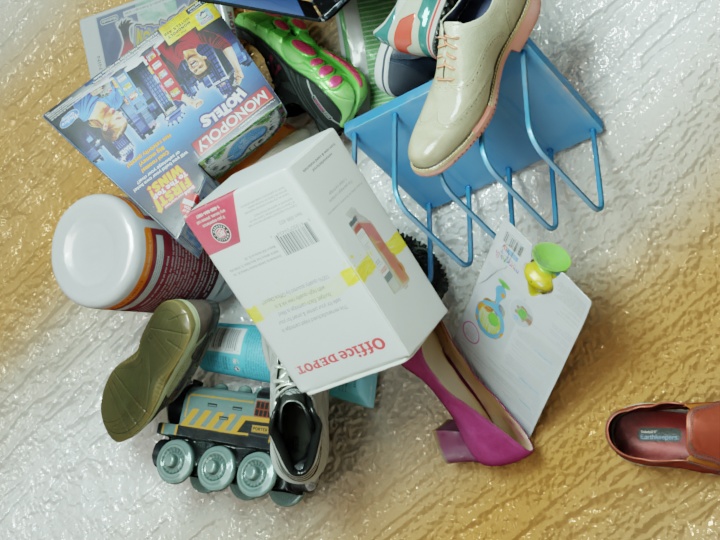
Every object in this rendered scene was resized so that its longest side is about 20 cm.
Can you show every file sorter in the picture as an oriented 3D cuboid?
[{"bbox_3d":[0.104,-0.091,1.520,0.200,0.139,0.123,-23,45,28],"label":"file sorter"}]

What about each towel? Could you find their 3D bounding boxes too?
[{"bbox_3d":[0.067,-0.234,1.647,0.200,0.023,0.153,-15,77,30],"label":"towel"}]

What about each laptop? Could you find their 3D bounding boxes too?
[{"bbox_3d":[-0.052,-0.301,1.601,0.200,0.177,0.103,-43,104,7],"label":"laptop"}]

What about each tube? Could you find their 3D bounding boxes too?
[{"bbox_3d":[-0.071,0.087,1.693,0.200,0.050,0.078,6,93,27],"label":"tube"}]

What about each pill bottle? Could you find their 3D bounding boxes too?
[{"bbox_3d":[-0.208,-0.013,1.692,0.113,0.200,0.113,-3,84,32],"label":"pill bottle"}]

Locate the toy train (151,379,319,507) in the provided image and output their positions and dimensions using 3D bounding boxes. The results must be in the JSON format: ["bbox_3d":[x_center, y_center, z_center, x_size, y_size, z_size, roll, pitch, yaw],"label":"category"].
[{"bbox_3d":[-0.122,0.173,1.699,0.200,0.085,0.114,4,76,34],"label":"toy train"}]

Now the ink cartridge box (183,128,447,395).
[{"bbox_3d":[-0.039,-0.005,1.486,0.145,0.083,0.200,-21,107,42],"label":"ink cartridge box"}]

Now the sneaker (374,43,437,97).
[{"bbox_3d":[0.091,-0.241,1.576,0.079,0.078,0.200,38,102,34],"label":"sneaker"}]

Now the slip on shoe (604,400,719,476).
[{"bbox_3d":[0.304,0.143,1.448,0.200,0.061,0.074,-2,83,30],"label":"slip on shoe"}]

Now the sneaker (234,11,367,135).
[{"bbox_3d":[-0.072,-0.201,1.693,0.200,0.077,0.084,47,128,40],"label":"sneaker"}]

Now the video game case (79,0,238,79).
[{"bbox_3d":[-0.208,-0.205,1.790,0.200,0.023,0.183,-12,89,33],"label":"video game case"}]

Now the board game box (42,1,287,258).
[{"bbox_3d":[-0.170,-0.124,1.593,0.200,0.062,0.200,-35,66,4],"label":"board game box"}]

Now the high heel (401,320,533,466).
[{"bbox_3d":[0.094,0.089,1.552,0.096,0.067,0.200,-10,112,38],"label":"high heel"}]

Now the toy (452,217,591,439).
[{"bbox_3d":[0.154,0.050,1.531,0.115,0.047,0.200,46,145,25],"label":"toy"}]

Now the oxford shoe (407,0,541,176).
[{"bbox_3d":[0.083,-0.177,1.443,0.071,0.074,0.200,10,70,45],"label":"oxford shoe"}]

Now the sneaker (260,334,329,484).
[{"bbox_3d":[-0.054,0.100,1.581,0.075,0.115,0.201,-2,83,-5],"label":"sneaker"}]

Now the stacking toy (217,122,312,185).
[{"bbox_3d":[-0.159,-0.140,1.677,0.200,0.146,0.146,43,109,6],"label":"stacking toy"}]

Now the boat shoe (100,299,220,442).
[{"bbox_3d":[-0.200,0.102,1.704,0.072,0.066,0.201,54,131,25],"label":"boat shoe"}]

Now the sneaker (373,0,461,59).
[{"bbox_3d":[0.071,-0.284,1.515,0.093,0.070,0.200,12,75,33],"label":"sneaker"}]

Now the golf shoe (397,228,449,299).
[{"bbox_3d":[0.000,0.000,1.649,0.200,0.078,0.095,31,120,31],"label":"golf shoe"}]
